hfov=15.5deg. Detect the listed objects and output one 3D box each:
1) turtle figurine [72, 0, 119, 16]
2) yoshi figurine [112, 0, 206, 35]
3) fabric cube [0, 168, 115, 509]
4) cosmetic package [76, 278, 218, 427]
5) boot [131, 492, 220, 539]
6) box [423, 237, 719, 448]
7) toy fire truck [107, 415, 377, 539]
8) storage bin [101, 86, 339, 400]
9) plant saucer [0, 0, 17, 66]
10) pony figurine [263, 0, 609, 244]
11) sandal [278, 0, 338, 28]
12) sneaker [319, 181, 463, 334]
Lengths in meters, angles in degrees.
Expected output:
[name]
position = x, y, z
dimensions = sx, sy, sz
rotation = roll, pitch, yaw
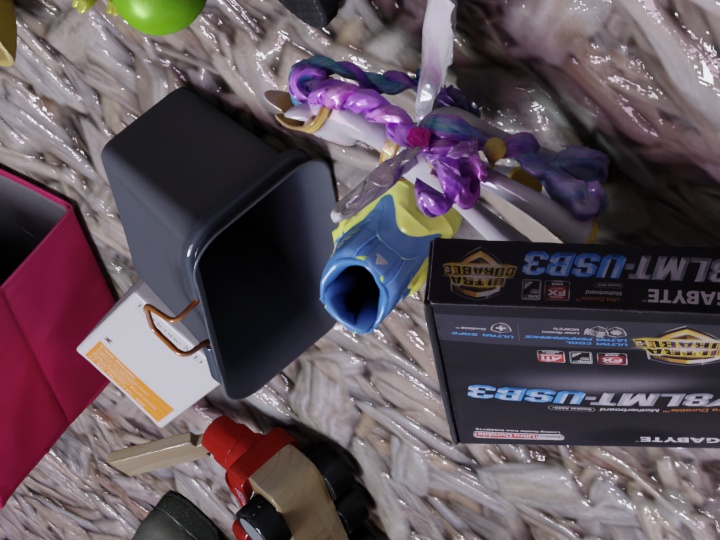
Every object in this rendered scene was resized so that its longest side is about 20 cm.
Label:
[turtle figurine]
position = -0.213, -0.238, 1.728
dimensions = 0.199, 0.065, 0.161
rotation = -3, 140, 46
[yoshi figurine]
position = -0.128, -0.217, 1.590
dimensions = 0.112, 0.112, 0.200
rotation = 22, 154, 22
[fabric cube]
position = -0.341, 0.040, 2.233
dimensions = 0.195, 0.200, 0.200
rotation = 25, 152, 29
[cosmetic package]
position = -0.149, 0.051, 2.122
dimensions = 0.101, 0.071, 0.200
rotation = 43, 156, -4
[boot]
position = -0.156, 0.320, 2.523
dimensions = 0.200, 0.131, 0.068
rotation = 40, 157, 2
[box]
position = 0.144, 0.048, 1.564
dimensions = 0.198, 0.050, 0.199
rotation = 2, 152, 7
[toy fire truck]
position = -0.100, 0.196, 2.260
dimensions = 0.200, 0.129, 0.176
rotation = 38, 160, 38
[storage bin]
position = -0.109, -0.022, 1.873
dimensions = 0.134, 0.145, 0.200
rotation = 39, 158, 29
[plant saucer]
position = -0.343, -0.243, 1.936
dimensions = 0.199, 0.048, 0.200
rotation = 11, 142, 50
[pony figurine]
position = 0.047, -0.074, 1.548
dimensions = 0.199, 0.167, 0.193
rotation = 28, 166, -8
[sandal]
position = -0.033, -0.200, 1.561
dimensions = 0.075, 0.045, 0.200
rotation = 43, 171, 9
[sneaker]
position = 0.000, 0.000, 1.767
dimensions = 0.076, 0.105, 0.200
rotation = 39, 156, 4
